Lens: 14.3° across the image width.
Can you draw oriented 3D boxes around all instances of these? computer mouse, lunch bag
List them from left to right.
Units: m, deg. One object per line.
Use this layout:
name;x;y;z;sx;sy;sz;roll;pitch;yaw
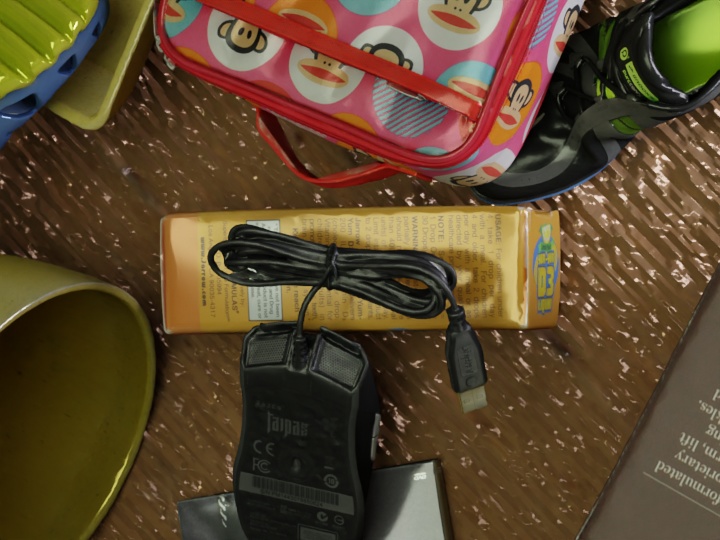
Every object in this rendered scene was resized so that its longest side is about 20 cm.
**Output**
computer mouse;0.002;0.064;1.444;0.140;0.046;0.201;6;120;18
lunch bag;0.002;-0.128;1.417;0.199;0.082;0.177;23;93;23

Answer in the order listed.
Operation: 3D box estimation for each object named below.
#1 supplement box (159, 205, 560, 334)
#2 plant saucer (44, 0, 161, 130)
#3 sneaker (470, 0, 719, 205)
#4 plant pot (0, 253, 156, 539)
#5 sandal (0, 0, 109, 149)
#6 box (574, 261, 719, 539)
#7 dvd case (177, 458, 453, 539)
supplement box;0.000;0.000;1.473;0.199;0.066;0.069;-3;89;20
plant saucer;-0.152;-0.195;1.513;0.200;0.048;0.201;29;99;35
sneaker;0.132;-0.099;1.418;0.199;0.083;0.071;-29;81;18
plant pot;-0.224;0.069;1.493;0.142;0.200;0.201;27;99;28
sandal;-0.206;-0.081;1.457;0.200;0.087;0.080;-41;64;-1
box;0.217;0.103;1.346;0.165;0.164;0.201;30;100;16
dvd case;-0.013;0.209;1.504;0.148;0.016;0.201;-10;87;18
